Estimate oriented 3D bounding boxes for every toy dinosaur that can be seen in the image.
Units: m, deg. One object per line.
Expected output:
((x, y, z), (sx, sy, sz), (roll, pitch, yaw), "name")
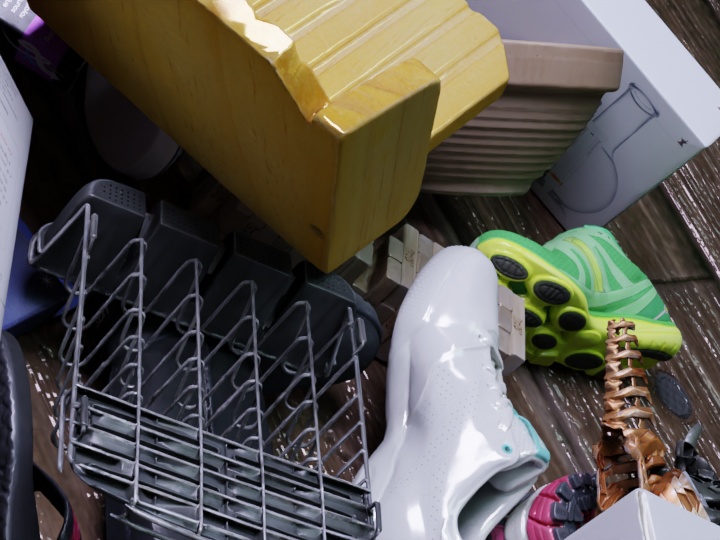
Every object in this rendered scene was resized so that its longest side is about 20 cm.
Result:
((0.165, 0.127, 0.878), (0.135, 0.102, 0.201), (-14, 108, -43), "toy dinosaur")

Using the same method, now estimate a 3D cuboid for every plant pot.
((0.055, -0.095, 1.054), (0.200, 0.200, 0.093), (-5, 100, -50), "plant pot")

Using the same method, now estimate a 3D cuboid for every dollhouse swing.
((-0.026, -0.137, 0.806), (0.200, 0.182, 0.176), (42, 69, 14), "dollhouse swing")

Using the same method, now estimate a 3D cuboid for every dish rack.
((-0.064, 0.051, 0.731), (0.153, 0.055, 0.200), (21, 34, -22), "dish rack")

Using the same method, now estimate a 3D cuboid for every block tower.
((0.000, 0.000, 0.973), (0.200, 0.058, 0.054), (31, 38, -21), "block tower")

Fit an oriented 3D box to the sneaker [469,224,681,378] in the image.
((0.123, 0.012, 1.088), (0.200, 0.074, 0.084), (23, 43, -47), "sneaker")

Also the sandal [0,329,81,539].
((-0.139, 0.119, 0.691), (0.045, 0.075, 0.201), (16, 53, -48), "sandal")

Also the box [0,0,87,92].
((-0.195, -0.201, 0.890), (0.200, 0.036, 0.143), (33, 63, -9), "box")

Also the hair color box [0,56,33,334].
((-0.182, -0.020, 0.685), (0.102, 0.061, 0.201), (71, 12, -46), "hair color box")

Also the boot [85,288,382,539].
((-0.046, 0.093, 0.817), (0.164, 0.066, 0.201), (11, 44, -30), "boot")

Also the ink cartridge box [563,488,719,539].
((0.109, 0.199, 0.771), (0.145, 0.200, 0.088), (26, 40, -30), "ink cartridge box")

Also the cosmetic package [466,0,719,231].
((0.134, -0.134, 1.164), (0.200, 0.151, 0.052), (50, 52, 2), "cosmetic package")

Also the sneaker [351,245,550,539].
((0.056, 0.077, 0.885), (0.075, 0.088, 0.201), (55, 43, -47), "sneaker")

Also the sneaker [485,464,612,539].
((0.127, 0.155, 0.956), (0.200, 0.074, 0.081), (29, 51, -48), "sneaker")

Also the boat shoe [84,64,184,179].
((-0.098, -0.120, 0.963), (0.093, 0.075, 0.201), (27, 40, -39), "boat shoe")

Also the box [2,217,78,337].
((-0.209, -0.007, 0.766), (0.121, 0.032, 0.200), (51, 33, 3), "box")
